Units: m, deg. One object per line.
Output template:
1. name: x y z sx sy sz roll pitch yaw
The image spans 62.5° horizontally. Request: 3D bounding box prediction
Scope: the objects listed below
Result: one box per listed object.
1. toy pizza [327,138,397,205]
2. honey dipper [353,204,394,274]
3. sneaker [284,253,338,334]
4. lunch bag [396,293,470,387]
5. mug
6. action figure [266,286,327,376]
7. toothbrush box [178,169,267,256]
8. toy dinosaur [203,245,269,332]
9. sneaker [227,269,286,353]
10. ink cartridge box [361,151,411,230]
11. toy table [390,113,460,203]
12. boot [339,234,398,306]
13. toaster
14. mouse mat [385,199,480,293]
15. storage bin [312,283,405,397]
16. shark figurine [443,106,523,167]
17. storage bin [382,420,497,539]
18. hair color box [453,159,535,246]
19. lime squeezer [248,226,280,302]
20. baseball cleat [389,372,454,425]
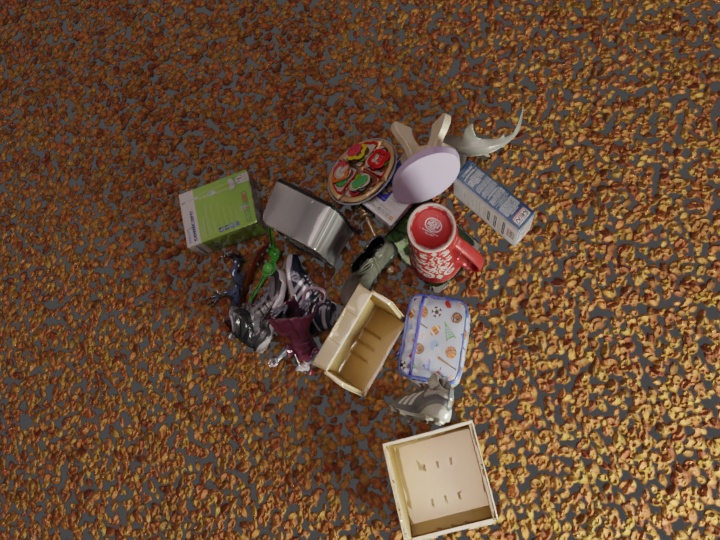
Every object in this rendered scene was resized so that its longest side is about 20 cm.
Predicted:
1. toy pizza: 0.000 -0.251 1.460 0.194 0.032 0.206 -17 53 23
2. honey dipper: 0.037 -0.083 1.449 0.037 0.038 0.205 -26 76 4
3. sneaker: -0.116 0.051 1.424 0.105 0.070 0.207 -13 80 13
4. lunch bag: 0.162 0.161 1.337 0.155 0.076 0.207 9 77 16
5. mug: 0.184 -0.067 1.317 0.171 0.200 0.138 -7 73 9
6. action figure: -0.138 0.154 1.362 0.130 0.205 0.150 10 42 32
7. toothbrush box: -0.351 -0.146 1.518 0.194 0.086 0.150 -18 73 6
8. toy dinosaur: -0.302 0.050 1.461 0.193 0.105 0.188 -13 93 -5
9. sneaker: -0.250 0.086 1.418 0.111 0.075 0.207 20 82 -22
10. ink cartridge box: 0.098 -0.202 1.450 0.094 0.037 0.201 37 76 12
11. toy table: 0.145 -0.257 1.358 0.197 0.181 0.121 -26 52 42
12. boot: 0.000 0.000 1.369 0.068 0.130 0.201 42 102 18
13. toaster: -0.115 -0.108 1.412 0.196 0.181 0.121 27 84 18
14. mouse mat: 0.170 -0.066 1.429 0.161 0.008 0.200 -45 72 -2
15. storage bin: 0.002 0.155 1.307 0.092 0.199 0.204 29 83 21
16. shark figurine: 0.288 -0.318 1.407 0.207 0.091 0.131 -8 43 16
17. storage bin: 0.167 0.443 1.242 0.193 0.094 0.205 -16 72 7
18. hair color box: 0.305 -0.156 1.374 0.061 0.100 0.200 -44 72 -6
19. lime squeezer: -0.228 -0.017 1.472 0.037 0.071 0.205 21 110 4
20. baseball cleat: 0.137 0.274 1.273 0.069 0.198 0.109 29 71 -27
